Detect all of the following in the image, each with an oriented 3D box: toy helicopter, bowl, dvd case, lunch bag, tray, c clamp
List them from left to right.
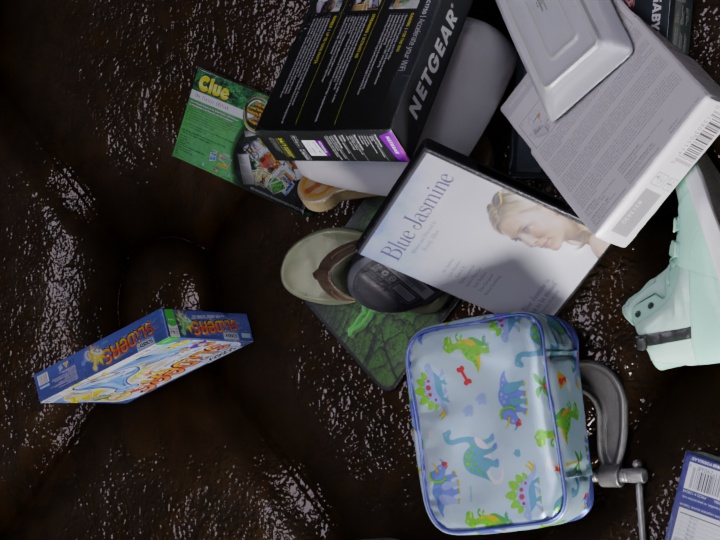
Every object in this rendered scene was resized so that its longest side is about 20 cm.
[{"bbox_3d":[0.031,-0.175,1.709,0.200,0.075,0.200,13,63,39],"label":"bowl"},{"bbox_3d":[0.034,-0.101,1.744,0.200,0.079,0.132,-9,55,17],"label":"toy helicopter"},{"bbox_3d":[0.114,-0.028,1.620,0.143,0.200,0.018,-56,15,39],"label":"dvd case"},{"bbox_3d":[0.125,0.139,1.636,0.161,0.082,0.200,-12,81,31],"label":"lunch bag"},{"bbox_3d":[0.172,-0.244,1.624,0.107,0.022,0.200,-41,53,31],"label":"tray"},{"bbox_3d":[0.180,0.167,1.661,0.200,0.027,0.171,3,89,36],"label":"c clamp"}]

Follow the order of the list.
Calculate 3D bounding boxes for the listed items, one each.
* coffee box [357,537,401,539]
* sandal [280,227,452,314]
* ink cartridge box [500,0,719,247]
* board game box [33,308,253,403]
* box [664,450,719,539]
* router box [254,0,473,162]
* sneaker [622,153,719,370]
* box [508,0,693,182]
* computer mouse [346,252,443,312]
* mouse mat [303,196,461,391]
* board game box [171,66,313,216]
[{"bbox_3d":[0.081,0.326,1.691,0.200,0.080,0.113,5,89,37],"label":"coffee box"},{"bbox_3d":[0.001,-0.001,1.776,0.201,0.057,0.080,5,93,35],"label":"sandal"},{"bbox_3d":[0.225,-0.142,1.587,0.161,0.050,0.200,-53,40,21],"label":"ink cartridge box"},{"bbox_3d":[-0.232,0.093,1.905,0.200,0.135,0.035,-27,71,33],"label":"board game box"},{"bbox_3d":[0.317,0.269,1.549,0.121,0.032,0.200,17,96,36],"label":"box"},{"bbox_3d":[0.005,-0.193,1.650,0.149,0.051,0.200,3,58,32],"label":"router box"},{"bbox_3d":[0.274,-0.011,1.568,0.118,0.074,0.201,-18,79,28],"label":"sneaker"},{"bbox_3d":[0.220,-0.179,1.639,0.159,0.046,0.200,5,90,37],"label":"box"},{"bbox_3d":[0.076,-0.025,1.683,0.200,0.138,0.053,-26,40,25],"label":"computer mouse"},{"bbox_3d":[0.034,0.001,1.792,0.161,0.008,0.200,47,113,29],"label":"mouse mat"},{"bbox_3d":[-0.113,-0.139,1.900,0.200,0.023,0.105,26,105,34],"label":"board game box"}]
